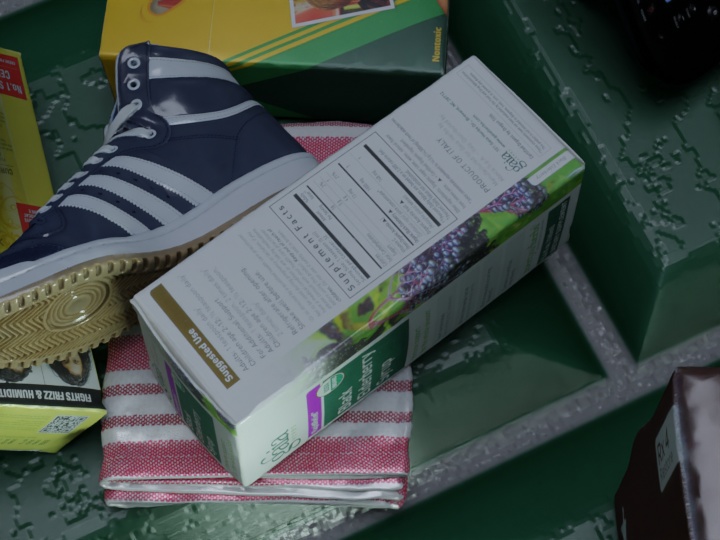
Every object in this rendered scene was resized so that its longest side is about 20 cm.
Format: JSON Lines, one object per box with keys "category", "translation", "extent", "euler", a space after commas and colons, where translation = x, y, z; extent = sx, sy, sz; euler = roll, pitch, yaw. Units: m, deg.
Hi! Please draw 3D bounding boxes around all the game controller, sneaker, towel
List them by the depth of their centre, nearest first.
{"category": "sneaker", "translation": [-0.118, -0.035, 0.780], "extent": [0.199, 0.070, 0.109], "euler": [-24, 67, -32]}
{"category": "towel", "translation": [-0.048, 0.018, 0.823], "extent": [0.145, 0.030, 0.201], "euler": [0, 63, 0]}
{"category": "game controller", "translation": [0.144, -0.195, 0.842], "extent": [0.042, 0.201, 0.104], "euler": [-4, 30, 44]}

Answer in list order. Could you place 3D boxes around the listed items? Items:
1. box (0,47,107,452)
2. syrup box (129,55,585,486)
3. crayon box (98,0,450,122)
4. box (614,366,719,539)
{"category": "box", "translation": [-0.181, -0.015, 0.806], "extent": [0.075, 0.050, 0.201], "euler": [9, 54, -45]}
{"category": "syrup box", "translation": [0.000, 0.000, 0.771], "extent": [0.200, 0.079, 0.081], "euler": [-37, 69, -17]}
{"category": "crayon box", "translation": [-0.036, -0.180, 0.892], "extent": [0.171, 0.058, 0.202], "euler": [4, 66, 2]}
{"category": "box", "translation": [0.219, 0.137, 0.690], "extent": [0.198, 0.166, 0.165], "euler": [-4, 66, -1]}
